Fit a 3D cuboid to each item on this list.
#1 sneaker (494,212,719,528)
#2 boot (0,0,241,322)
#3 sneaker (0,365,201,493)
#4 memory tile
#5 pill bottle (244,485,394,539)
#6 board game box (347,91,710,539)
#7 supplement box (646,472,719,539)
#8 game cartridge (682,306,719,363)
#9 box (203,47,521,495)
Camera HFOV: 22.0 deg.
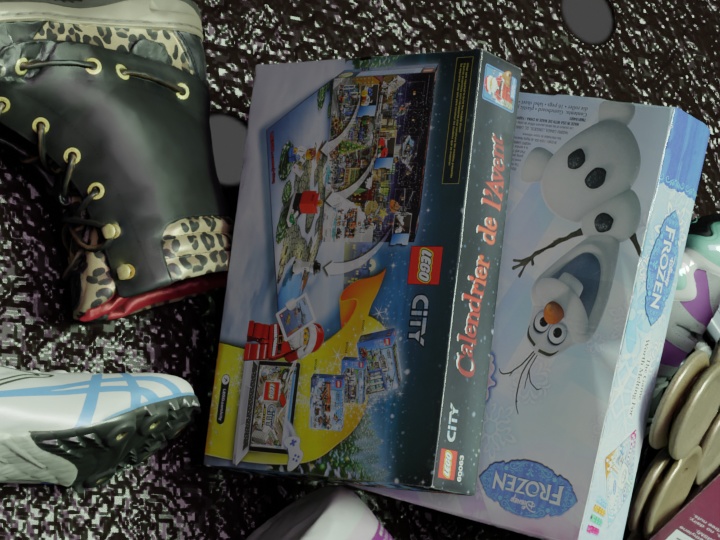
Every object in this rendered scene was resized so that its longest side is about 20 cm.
[{"bbox_3d":[0.140,0.065,0.953,0.199,0.078,0.141,-26,99,6],"label":"sneaker"},{"bbox_3d":[-0.148,-0.051,0.901,0.199,0.073,0.152,-11,80,-38],"label":"boot"},{"bbox_3d":[-0.163,0.066,0.855,0.199,0.072,0.073,-6,58,-37],"label":"sneaker"},{"bbox_3d":[0.167,0.099,0.918,0.017,0.201,0.153,28,41,23],"label":"memory tile"},{"bbox_3d":[0.012,0.211,0.881,0.112,0.112,0.200,-42,97,-33],"label":"pill bottle"},{"bbox_3d":[0.052,0.014,0.887,0.043,0.199,0.201,18,84,-51],"label":"board game box"},{"bbox_3d":[0.179,0.170,0.891,0.085,0.111,0.200,29,33,24],"label":"supplement box"},{"bbox_3d":[0.208,0.045,1.052,0.201,0.041,0.133,54,23,-5],"label":"game cartridge"},{"bbox_3d":[0.000,0.000,0.878,0.038,0.136,0.202,18,77,-53],"label":"box"}]
